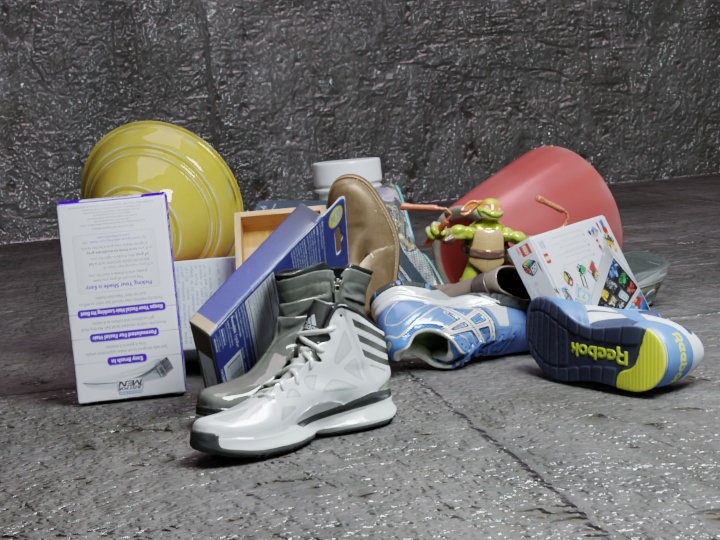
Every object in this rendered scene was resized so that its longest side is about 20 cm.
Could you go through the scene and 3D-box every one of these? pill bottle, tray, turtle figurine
[{"bbox_3d":[-0.010,-0.042,1.794,0.113,0.202,0.114,-5,7,1],"label":"pill bottle"},{"bbox_3d":[-0.077,0.026,1.425,0.098,0.201,0.037,-5,-34,-1],"label":"tray"},{"bbox_3d":[0.135,-0.017,1.605,0.198,0.163,0.064,2,16,-11],"label":"turtle figurine"}]

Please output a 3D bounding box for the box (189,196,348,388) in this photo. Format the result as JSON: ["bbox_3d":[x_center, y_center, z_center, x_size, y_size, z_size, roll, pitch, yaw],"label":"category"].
[{"bbox_3d":[-0.083,0.021,1.333,0.032,0.122,0.200,31,61,23],"label":"box"}]

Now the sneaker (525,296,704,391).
[{"bbox_3d":[0.232,0.068,1.292,0.082,0.075,0.199,-7,15,-33],"label":"sneaker"}]

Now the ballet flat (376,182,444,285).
[{"bbox_3d":[0.046,-0.013,1.690,0.072,0.201,0.072,-20,-24,-9],"label":"ballet flat"}]

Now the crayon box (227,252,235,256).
[{"bbox_3d":[-0.170,0.009,1.712,0.118,0.059,0.200,-3,-23,17],"label":"crayon box"}]

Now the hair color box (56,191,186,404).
[{"bbox_3d":[-0.239,0.026,1.398,0.108,0.202,0.065,-5,5,-6],"label":"hair color box"}]

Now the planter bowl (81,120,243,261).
[{"bbox_3d":[-0.237,-0.058,1.553,0.199,0.202,0.084,-3,24,17],"label":"planter bowl"}]

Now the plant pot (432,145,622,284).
[{"bbox_3d":[0.199,-0.037,1.738,0.177,0.202,0.200,-22,16,-36],"label":"plant pot"}]

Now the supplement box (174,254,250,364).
[{"bbox_3d":[-0.142,0.044,1.518,0.198,0.104,0.101,-6,-12,-1],"label":"supplement box"}]

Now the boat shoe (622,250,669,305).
[{"bbox_3d":[0.291,0.029,1.635,0.074,0.065,0.201,26,31,37],"label":"boat shoe"}]

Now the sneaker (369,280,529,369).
[{"bbox_3d":[0.105,0.068,1.427,0.198,0.077,0.076,6,-40,-17],"label":"sneaker"}]

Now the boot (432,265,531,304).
[{"bbox_3d":[0.115,0.032,1.502,0.198,0.071,0.146,2,-19,-26],"label":"boot"}]

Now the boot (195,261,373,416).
[{"bbox_3d":[-0.072,0.061,1.283,0.199,0.132,0.067,-11,11,-38],"label":"boot"}]

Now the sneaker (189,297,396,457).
[{"bbox_3d":[-0.060,0.084,1.159,0.199,0.116,0.075,-10,9,-37],"label":"sneaker"}]

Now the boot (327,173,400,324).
[{"bbox_3d":[0.000,0.000,1.453,0.073,0.202,0.075,-7,7,23],"label":"boot"}]

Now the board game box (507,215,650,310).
[{"bbox_3d":[0.237,0.014,1.478,0.034,0.127,0.200,-29,-7,32],"label":"board game box"}]

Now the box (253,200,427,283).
[{"bbox_3d":[-0.019,-0.002,1.604,0.157,0.200,0.051,3,54,37],"label":"box"}]
